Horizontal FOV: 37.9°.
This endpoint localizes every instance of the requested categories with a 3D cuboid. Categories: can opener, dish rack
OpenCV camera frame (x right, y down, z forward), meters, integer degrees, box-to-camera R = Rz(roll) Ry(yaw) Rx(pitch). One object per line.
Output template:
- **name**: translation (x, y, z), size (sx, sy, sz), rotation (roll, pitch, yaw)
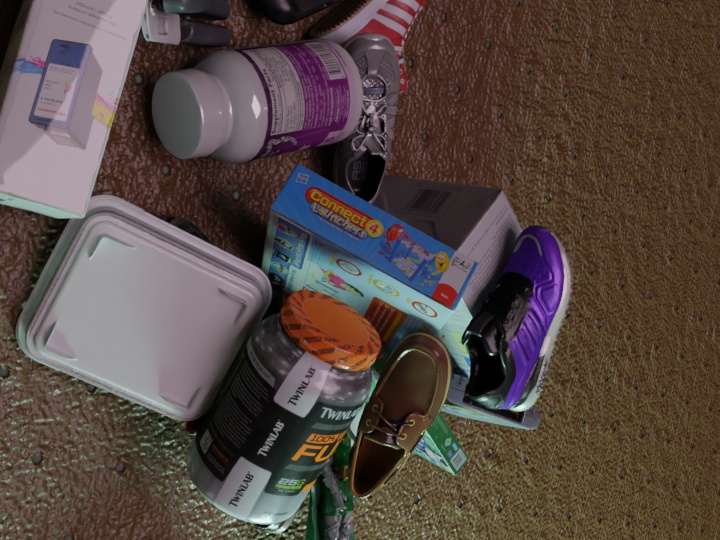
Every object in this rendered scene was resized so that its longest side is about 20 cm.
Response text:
- **can opener**: translation (-0.147, -0.232, 0.955), size (0.200, 0.067, 0.054), rotation (-37, 128, -75)
- **dish rack**: translation (-0.194, 0.044, 0.954), size (0.200, 0.044, 0.172), rotation (27, 99, -19)

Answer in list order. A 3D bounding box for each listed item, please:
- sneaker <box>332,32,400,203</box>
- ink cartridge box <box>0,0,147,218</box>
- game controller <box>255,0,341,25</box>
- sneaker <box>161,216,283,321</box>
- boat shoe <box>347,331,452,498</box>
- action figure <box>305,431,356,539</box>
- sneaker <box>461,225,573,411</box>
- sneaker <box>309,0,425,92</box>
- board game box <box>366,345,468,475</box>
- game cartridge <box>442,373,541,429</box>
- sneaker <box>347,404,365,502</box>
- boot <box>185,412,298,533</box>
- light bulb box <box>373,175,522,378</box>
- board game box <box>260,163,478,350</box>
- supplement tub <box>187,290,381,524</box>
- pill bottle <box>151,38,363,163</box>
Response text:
- **sneaker**: translation (0.013, -0.157, 1.130), size (0.074, 0.082, 0.200), rotation (-6, 126, -11)
- **ink cartridge box**: translation (-0.253, -0.148, 0.865), size (0.087, 0.145, 0.201), rotation (19, 84, -24)
- **game controller**: translation (-0.044, -0.336, 1.115), size (0.200, 0.042, 0.105), rotation (-35, 111, -35)
- **sneaker**: translation (-0.125, 0.022, 1.038), size (0.200, 0.087, 0.074), rotation (56, 36, -10)
- **boat shoe**: translation (0.037, 0.153, 1.062), size (0.200, 0.072, 0.068), rotation (-68, 172, 31)
- **action figure**: translation (-0.027, 0.242, 1.138), size (0.118, 0.055, 0.201), rotation (1, 86, -67)
- **sneaker**: translation (0.155, 0.051, 1.088), size (0.099, 0.069, 0.201), rotation (6, 96, -40)
- **sneaker**: translation (0.038, -0.271, 1.192), size (0.200, 0.071, 0.113), rotation (-41, 119, -23)
- **board game box**: translation (0.035, 0.146, 1.200), size (0.029, 0.134, 0.200), rotation (-47, 133, -18)
- **game cartridge**: translation (0.115, 0.155, 1.295), size (0.200, 0.133, 0.042), rotation (24, 72, -43)
- **sneaker**: translation (-0.033, 0.195, 1.204), size (0.090, 0.066, 0.201), rotation (-38, 124, -36)
- **boot**: translation (-0.121, 0.172, 1.109), size (0.150, 0.073, 0.201), rotation (19, 80, -46)
- **light bulb box**: translation (0.097, 0.011, 1.209), size (0.125, 0.198, 0.200), rotation (-50, 128, -23)
- **board game box**: translation (0.000, 0.000, 1.056), size (0.195, 0.200, 0.056), rotation (29, 69, 2)
- **supplement tub**: translation (-0.069, 0.125, 0.974), size (0.122, 0.123, 0.200), rotation (8, 121, -45)
- **pill bottle**: translation (-0.102, -0.167, 1.043), size (0.200, 0.112, 0.113), rotation (-18, 109, -41)
